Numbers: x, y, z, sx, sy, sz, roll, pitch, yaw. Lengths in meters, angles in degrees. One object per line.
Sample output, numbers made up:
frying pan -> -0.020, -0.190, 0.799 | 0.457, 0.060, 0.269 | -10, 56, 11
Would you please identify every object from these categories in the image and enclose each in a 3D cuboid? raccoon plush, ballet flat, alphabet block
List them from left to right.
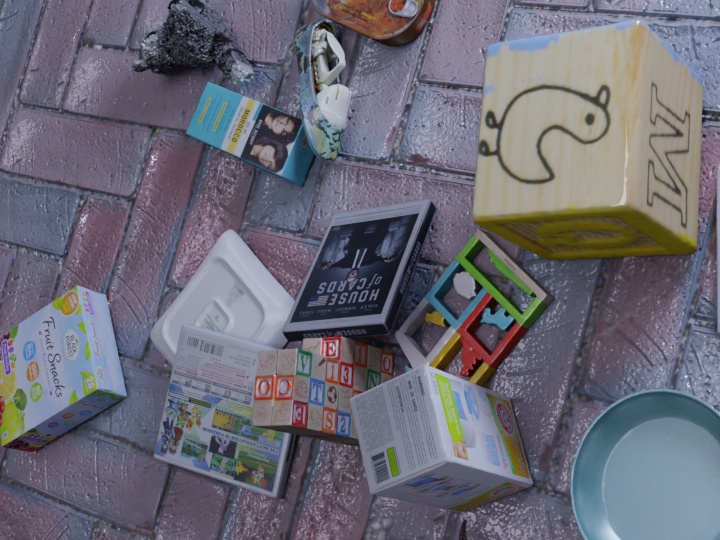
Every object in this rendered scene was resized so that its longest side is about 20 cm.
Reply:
raccoon plush -> -0.249, -0.295, 1.930 | 0.134, 0.096, 0.201 | -50, 48, 22
ballet flat -> -0.046, -0.245, 1.787 | 0.074, 0.074, 0.202 | -23, 66, 28
alphabet block -> 0.250, -0.131, 1.472 | 0.194, 0.196, 0.202 | -4, 75, 36

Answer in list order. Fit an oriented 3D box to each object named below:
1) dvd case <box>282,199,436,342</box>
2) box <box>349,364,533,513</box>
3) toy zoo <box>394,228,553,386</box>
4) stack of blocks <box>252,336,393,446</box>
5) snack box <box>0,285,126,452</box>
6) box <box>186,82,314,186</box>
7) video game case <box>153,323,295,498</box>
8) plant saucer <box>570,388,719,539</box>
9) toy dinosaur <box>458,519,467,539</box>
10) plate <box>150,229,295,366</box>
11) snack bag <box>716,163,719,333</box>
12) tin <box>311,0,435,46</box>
dvd case -> 0.000, 0.000, 1.662 | 0.149, 0.025, 0.201 | -7, 44, 33
box -> 0.092, 0.189, 1.491 | 0.101, 0.199, 0.113 | -26, 62, 26
toy zoo -> 0.123, 0.068, 1.615 | 0.201, 0.020, 0.131 | -53, 55, 12
stack of blocks -> -0.040, 0.138, 1.598 | 0.058, 0.199, 0.116 | -6, 75, 34
snack box -> -0.443, 0.144, 1.965 | 0.199, 0.068, 0.170 | -30, 61, 23
box -> -0.146, -0.188, 1.858 | 0.199, 0.049, 0.083 | 25, 92, 38
video game case -> -0.167, 0.179, 1.760 | 0.198, 0.022, 0.184 | 13, 91, 28
plant saucer -> 0.317, 0.227, 1.424 | 0.199, 0.036, 0.202 | -11, 71, 34
toy dinosaur -> 0.070, 0.373, 1.496 | 0.086, 0.135, 0.201 | 36, 98, 36
plate -> -0.190, 0.073, 1.828 | 0.201, 0.032, 0.200 | -52, 54, 12
snack bag -> 0.463, -0.032, 1.402 | 0.199, 0.021, 0.191 | -6, 74, 35
tin -> 0.016, -0.369, 1.802 | 0.199, 0.042, 0.113 | 32, 100, 37
